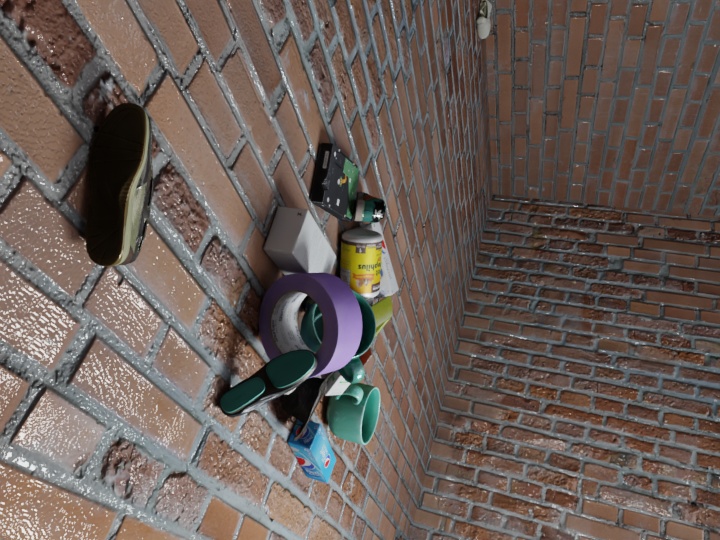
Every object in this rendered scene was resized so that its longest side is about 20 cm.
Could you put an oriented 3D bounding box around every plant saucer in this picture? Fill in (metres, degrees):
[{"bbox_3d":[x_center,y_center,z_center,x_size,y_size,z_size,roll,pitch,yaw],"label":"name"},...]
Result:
[{"bbox_3d":[0.007,0.170,1.571,0.201,0.048,0.199,-52,169,20],"label":"plant saucer"}]

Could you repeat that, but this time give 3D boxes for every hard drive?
[{"bbox_3d":[-0.056,-0.205,1.408,0.200,0.037,0.142,20,79,-69],"label":"hard drive"}]

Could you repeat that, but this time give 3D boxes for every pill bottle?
[{"bbox_3d":[0.000,0.000,1.540,0.109,0.108,0.203,-33,128,-64],"label":"pill bottle"}]

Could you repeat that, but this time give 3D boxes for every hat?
[{"bbox_3d":[-0.128,0.279,1.326,0.202,0.080,0.201,-60,176,-7],"label":"hat"}]

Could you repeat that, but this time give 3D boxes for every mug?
[{"bbox_3d":[-0.058,0.142,1.280,0.114,0.150,0.187,-39,-145,58],"label":"mug"},{"bbox_3d":[-0.023,0.366,1.594,0.152,0.113,0.188,-34,129,-63],"label":"mug"}]

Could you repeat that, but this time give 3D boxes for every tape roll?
[{"bbox_3d":[-0.100,0.105,1.156,0.085,0.198,0.203,-2,100,-56],"label":"tape roll"}]

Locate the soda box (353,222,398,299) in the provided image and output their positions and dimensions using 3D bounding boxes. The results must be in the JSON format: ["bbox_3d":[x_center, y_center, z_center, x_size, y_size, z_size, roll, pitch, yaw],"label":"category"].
[{"bbox_3d":[0.041,-0.029,1.616,0.068,0.063,0.203,-29,104,-67],"label":"soda box"}]

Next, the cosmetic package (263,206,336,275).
[{"bbox_3d":[-0.123,-0.037,1.241,0.200,0.070,0.103,62,41,-59],"label":"cosmetic package"}]

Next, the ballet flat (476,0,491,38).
[{"bbox_3d":[0.567,-1.170,2.728,0.070,0.068,0.203,52,46,-64],"label":"ballet flat"}]

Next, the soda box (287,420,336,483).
[{"bbox_3d":[-0.117,0.449,1.463,0.201,0.063,0.068,76,30,-46],"label":"soda box"}]

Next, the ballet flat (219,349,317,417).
[{"bbox_3d":[-0.168,0.212,1.102,0.074,0.198,0.073,59,-8,13],"label":"ballet flat"}]

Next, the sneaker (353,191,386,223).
[{"bbox_3d":[0.026,-0.158,1.529,0.200,0.079,0.072,-87,-173,-74],"label":"sneaker"}]

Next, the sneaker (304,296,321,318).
[{"bbox_3d":[-0.080,0.115,1.426,0.200,0.073,0.083,47,53,-55],"label":"sneaker"}]

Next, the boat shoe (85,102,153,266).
[{"bbox_3d":[-0.299,-0.106,0.744,0.065,0.072,0.203,12,90,-81],"label":"boat shoe"}]

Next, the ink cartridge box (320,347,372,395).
[{"bbox_3d":[-0.042,0.203,1.394,0.201,0.050,0.110,-58,-141,46],"label":"ink cartridge box"}]
